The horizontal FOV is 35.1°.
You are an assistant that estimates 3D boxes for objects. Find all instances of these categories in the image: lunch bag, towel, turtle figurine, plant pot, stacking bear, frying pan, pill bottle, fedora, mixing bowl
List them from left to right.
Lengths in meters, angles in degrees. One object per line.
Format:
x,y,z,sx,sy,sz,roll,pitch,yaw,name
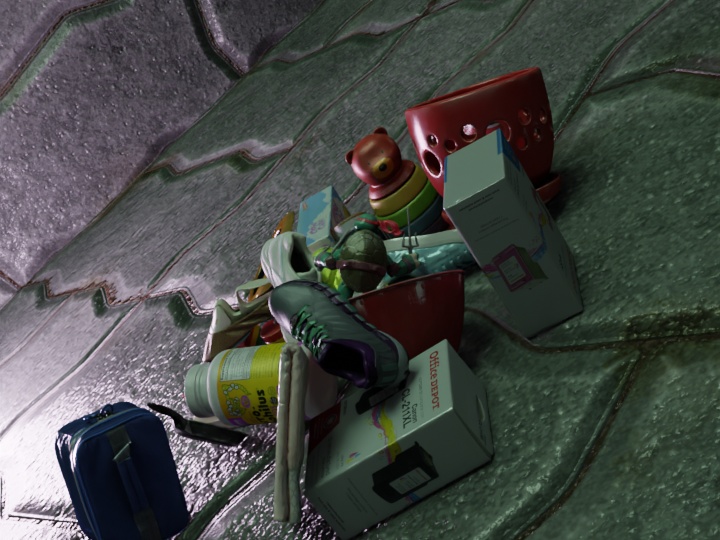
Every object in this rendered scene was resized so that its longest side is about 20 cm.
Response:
-0.316,0.272,1.521,0.134,0.203,0.132,-23,16,-28,lunch bag
-0.217,0.216,1.561,0.190,0.113,0.032,66,-144,-75,frying pan
-0.137,0.155,1.539,0.197,0.105,0.105,-8,33,25,pill bottle
-0.121,0.001,1.870,0.201,0.081,0.204,-157,89,-80,fedora
-0.077,0.185,1.297,0.032,0.195,0.200,2,-8,-2,towel
0.000,0.000,1.539,0.147,0.101,0.204,9,81,13,turtle figurine
0.048,0.081,1.396,0.196,0.110,0.200,-16,-6,-2,mixing bowl
0.060,-0.114,1.684,0.121,0.201,0.114,-34,21,8,stacking bear
0.180,-0.168,1.585,0.197,0.185,0.201,-19,11,4,plant pot

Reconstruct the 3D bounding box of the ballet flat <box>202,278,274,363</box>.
-0.172,0.061,1.697,0.198,0.073,0.068,-32,21,16,ballet flat

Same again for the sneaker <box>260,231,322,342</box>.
-0.082,0.040,1.618,0.070,0.203,0.080,-19,-6,-33,sneaker

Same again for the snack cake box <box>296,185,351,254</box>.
-0.046,-0.040,1.820,0.066,0.116,0.201,-27,24,13,snack cake box

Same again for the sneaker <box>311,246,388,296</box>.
0.007,0.043,1.648,0.076,0.105,0.200,-43,52,-1,sneaker

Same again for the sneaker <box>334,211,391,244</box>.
0.029,-0.031,1.773,0.070,0.110,0.200,-33,-8,17,sneaker

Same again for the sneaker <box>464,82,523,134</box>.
0.176,-0.232,1.853,0.198,0.113,0.072,-21,26,38,sneaker

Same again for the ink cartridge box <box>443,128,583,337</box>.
0.182,-0.044,1.357,0.084,0.201,0.145,-25,24,18,ink cartridge box

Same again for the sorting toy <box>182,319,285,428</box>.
-0.161,0.139,1.718,0.198,0.070,0.200,-17,30,44,sorting toy

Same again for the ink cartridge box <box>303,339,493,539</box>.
0.041,0.187,1.279,0.198,0.083,0.146,-32,22,16,ink cartridge box

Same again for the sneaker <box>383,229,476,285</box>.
0.116,-0.008,1.597,0.197,0.073,0.084,-8,77,34,sneaker

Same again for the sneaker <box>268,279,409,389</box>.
-0.040,0.069,1.281,0.198,0.076,0.087,28,18,29,sneaker
